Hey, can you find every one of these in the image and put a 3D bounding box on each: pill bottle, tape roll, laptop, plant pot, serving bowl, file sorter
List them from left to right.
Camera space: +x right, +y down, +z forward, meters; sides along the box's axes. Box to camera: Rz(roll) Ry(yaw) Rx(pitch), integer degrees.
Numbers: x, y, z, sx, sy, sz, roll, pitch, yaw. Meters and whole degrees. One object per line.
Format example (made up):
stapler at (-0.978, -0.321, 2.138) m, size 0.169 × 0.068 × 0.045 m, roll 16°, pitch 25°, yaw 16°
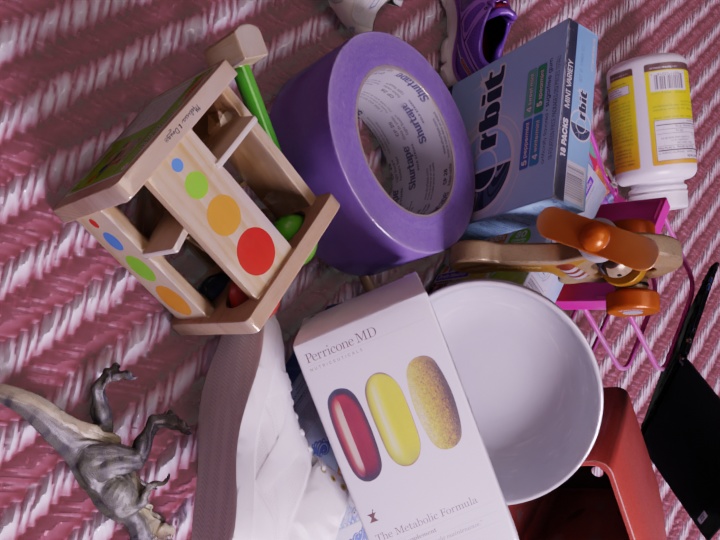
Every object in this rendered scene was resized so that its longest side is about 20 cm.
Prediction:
tape roll at (0.015, -0.104, 0.693) m, size 0.197 × 0.084 × 0.206 m, roll 20°, pitch 62°, yaw -42°
serving bowl at (0.116, 0.102, 0.683) m, size 0.066 × 0.195 × 0.206 m, roll -40°, pitch 116°, yaw -72°
plant pot at (0.218, 0.233, 0.806) m, size 0.176 × 0.196 × 0.204 m, roll -42°, pitch 113°, yaw -49°
file sorter at (0.243, 0.024, 0.832) m, size 0.126 × 0.197 × 0.140 m, roll 52°, pitch 57°, yaw -27°
pill bottle at (0.403, -0.186, 1.049) m, size 0.107 × 0.108 × 0.206 m, roll -5°, pitch 89°, yaw -41°
laptop at (0.362, 0.134, 0.783) m, size 0.202 × 0.101 × 0.180 m, roll -54°, pitch 157°, yaw -32°

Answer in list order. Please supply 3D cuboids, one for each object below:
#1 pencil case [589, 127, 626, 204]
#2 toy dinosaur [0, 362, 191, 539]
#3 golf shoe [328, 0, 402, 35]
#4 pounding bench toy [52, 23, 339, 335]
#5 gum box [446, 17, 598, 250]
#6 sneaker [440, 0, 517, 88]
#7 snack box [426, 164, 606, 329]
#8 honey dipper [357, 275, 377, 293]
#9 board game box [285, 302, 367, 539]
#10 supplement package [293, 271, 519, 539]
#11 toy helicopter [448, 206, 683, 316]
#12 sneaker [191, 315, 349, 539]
pencil case at (0.252, -0.157, 0.931) m, size 0.088 × 0.087 × 0.203 m, roll -43°, pitch 113°, yaw -34°
toy dinosaur at (-0.182, 0.123, 0.551) m, size 0.088 × 0.047 × 0.201 m, roll -48°, pitch 113°, yaw -26°
golf shoe at (0.025, -0.322, 0.766) m, size 0.202 × 0.077 × 0.098 m, roll -54°, pitch 136°, yaw -24°
pounding bench toy at (-0.097, -0.069, 0.588) m, size 0.157 × 0.123 × 0.202 m, roll 48°, pitch 58°, yaw -27°
gum box at (0.139, -0.123, 0.746) m, size 0.044 × 0.198 × 0.175 m, roll 17°, pitch 73°, yaw -29°
sneaker at (0.139, -0.296, 0.844) m, size 0.079 × 0.082 × 0.207 m, roll 3°, pitch 83°, yaw -41°
snack box at (0.158, -0.019, 0.796) m, size 0.053 × 0.141 × 0.202 m, roll 48°, pitch 59°, yaw -24°
honey dipper at (0.000, 0.000, 0.730) m, size 0.038 × 0.038 × 0.204 m, roll -35°, pitch 105°, yaw -37°
board game box at (-0.015, 0.174, 0.691) m, size 0.200 × 0.043 × 0.201 m, roll 51°, pitch 56°, yaw -22°
supplement package at (0.034, 0.121, 0.604) m, size 0.111 × 0.110 × 0.205 m, roll -22°, pitch 96°, yaw 3°
toy helicopter at (0.173, -0.012, 0.647) m, size 0.132 × 0.194 × 0.081 m, roll 58°, pitch 33°, yaw -75°
sneaker at (-0.064, 0.135, 0.591) m, size 0.114 × 0.073 × 0.205 m, roll 29°, pitch 50°, yaw -37°
